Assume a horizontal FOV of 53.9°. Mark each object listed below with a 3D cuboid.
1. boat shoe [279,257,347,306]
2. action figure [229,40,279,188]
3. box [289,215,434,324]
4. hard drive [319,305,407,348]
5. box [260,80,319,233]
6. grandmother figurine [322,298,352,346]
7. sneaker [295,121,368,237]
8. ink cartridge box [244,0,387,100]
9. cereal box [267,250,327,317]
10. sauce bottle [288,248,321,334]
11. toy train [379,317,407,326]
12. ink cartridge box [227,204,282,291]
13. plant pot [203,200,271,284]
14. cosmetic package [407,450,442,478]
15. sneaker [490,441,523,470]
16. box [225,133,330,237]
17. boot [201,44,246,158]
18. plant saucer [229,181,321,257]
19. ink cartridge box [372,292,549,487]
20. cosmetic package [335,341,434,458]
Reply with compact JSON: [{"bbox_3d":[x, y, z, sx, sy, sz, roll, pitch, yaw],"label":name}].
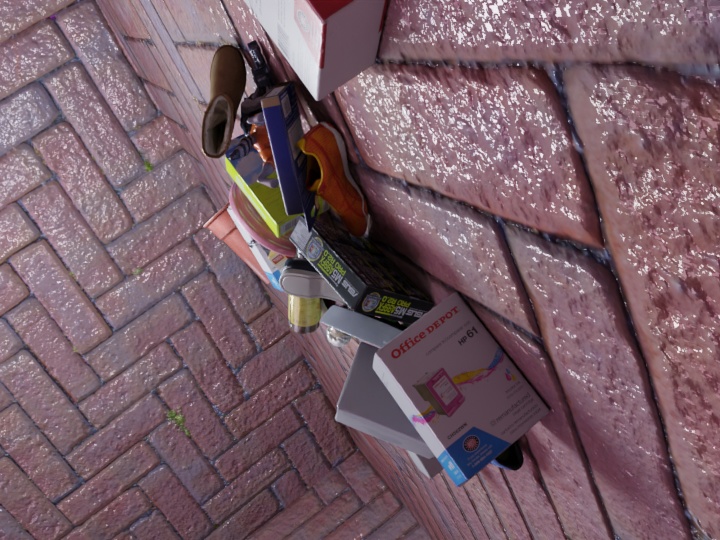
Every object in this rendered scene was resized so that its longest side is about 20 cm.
[{"bbox_3d":[-0.039,0.018,1.207,0.063,0.194,0.076,-79,-6,-47],"label":"boat shoe"},{"bbox_3d":[-0.170,-0.252,1.142,0.195,0.102,0.203,-106,-4,-58],"label":"action figure"},{"bbox_3d":[0.000,0.000,1.089,0.158,0.045,0.200,17,-158,-46],"label":"box"},{"bbox_3d":[0.038,0.106,1.190,0.133,0.043,0.198,18,179,-44],"label":"hard drive"},{"bbox_3d":[-0.100,-0.166,1.050,0.122,0.032,0.205,-78,-22,-66],"label":"box"},{"bbox_3d":[-0.036,0.045,1.298,0.120,0.060,0.205,29,124,46],"label":"grandmother figurine"},{"bbox_3d":[-0.044,-0.127,1.065,0.073,0.077,0.202,38,159,50],"label":"sneaker"},{"bbox_3d":[-0.065,-0.297,0.697,0.202,0.082,0.147,54,167,8],"label":"ink cartridge box"},{"bbox_3d":[-0.092,-0.002,1.398,0.201,0.039,0.145,50,-152,-23],"label":"cereal box"},{"bbox_3d":[-0.099,0.018,1.287,0.065,0.063,0.204,43,137,44],"label":"sauce bottle"},{"bbox_3d":[0.019,0.059,1.331,0.202,0.056,0.042,54,168,13],"label":"toy train"},{"bbox_3d":[-0.165,-0.083,1.480,0.203,0.143,0.084,59,166,-16],"label":"ink cartridge box"},{"bbox_3d":[-0.216,-0.092,1.597,0.196,0.200,0.200,49,169,-10],"label":"plant pot"},{"bbox_3d":[0.120,0.306,1.445,0.203,0.106,0.090,60,167,-8],"label":"cosmetic package"},{"bbox_3d":[0.191,0.224,1.064,0.201,0.079,0.089,53,163,-24],"label":"sneaker"},{"bbox_3d":[-0.154,-0.167,1.270,0.201,0.120,0.048,51,156,22],"label":"box"},{"bbox_3d":[-0.224,-0.282,1.166,0.200,0.064,0.180,-120,35,-73],"label":"boot"},{"bbox_3d":[-0.150,-0.118,1.339,0.202,0.199,0.051,53,126,16],"label":"plant saucer"},{"bbox_3d":[0.127,0.156,0.941,0.201,0.143,0.085,52,167,18],"label":"ink cartridge box"},{"bbox_3d":[0.065,0.232,1.245,0.195,0.125,0.200,21,164,3],"label":"cosmetic package"}]
